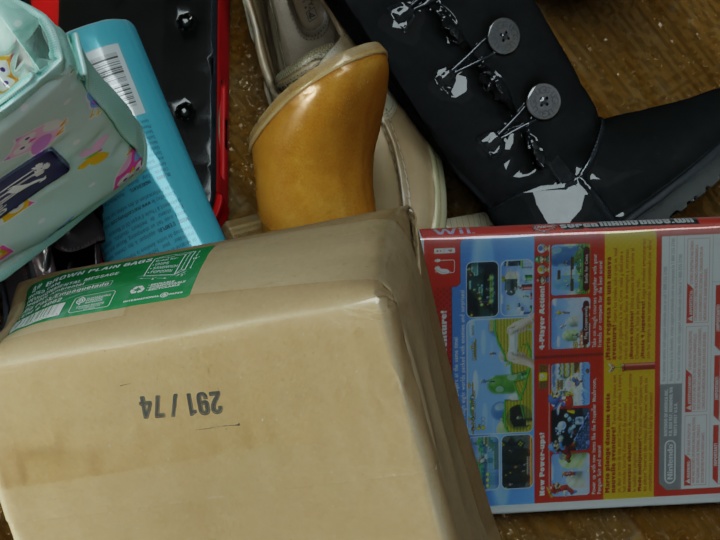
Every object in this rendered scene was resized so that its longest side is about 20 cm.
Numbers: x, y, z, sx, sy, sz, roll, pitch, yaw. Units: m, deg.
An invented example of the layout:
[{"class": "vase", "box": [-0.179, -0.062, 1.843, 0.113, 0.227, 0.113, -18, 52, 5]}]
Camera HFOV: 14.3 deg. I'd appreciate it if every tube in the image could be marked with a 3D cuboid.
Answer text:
[{"class": "tube", "box": [-0.100, -0.023, 1.387, 0.077, 0.050, 0.201, -29, 72, 27]}]

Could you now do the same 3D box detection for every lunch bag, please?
[{"class": "lunch bag", "box": [-0.201, -0.066, 1.241, 0.199, 0.170, 0.123, 0, 75, 10]}]

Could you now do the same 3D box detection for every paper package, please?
[{"class": "paper package", "box": [-0.052, 0.086, 1.285, 0.199, 0.104, 0.192, -11, 110, 13]}]

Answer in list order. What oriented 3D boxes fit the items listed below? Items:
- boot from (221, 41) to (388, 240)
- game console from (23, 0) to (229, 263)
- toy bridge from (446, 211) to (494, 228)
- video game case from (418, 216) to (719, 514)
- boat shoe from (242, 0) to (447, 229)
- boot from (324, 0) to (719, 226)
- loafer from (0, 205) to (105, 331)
[{"class": "boot", "box": [-0.001, 0.000, 1.343, 0.070, 0.201, 0.144, -19, 67, -31]}, {"class": "game console", "box": [-0.154, -0.097, 1.454, 0.176, 0.031, 0.201, -1, 71, 1]}, {"class": "toy bridge", "box": [0.059, -0.017, 1.438, 0.067, 0.027, 0.201, -10, 73, -8]}, {"class": "video game case", "box": [0.124, 0.046, 1.385, 0.199, 0.017, 0.144, -2, 108, -5]}, {"class": "boat shoe", "box": [-0.018, -0.085, 1.424, 0.071, 0.064, 0.201, -33, 65, 25]}, {"class": "boot", "box": [0.093, -0.107, 1.415, 0.165, 0.066, 0.200, -39, 95, -27]}, {"class": "loafer", "box": [-0.140, -0.003, 1.360, 0.063, 0.072, 0.201, 4, 104, 26]}]
